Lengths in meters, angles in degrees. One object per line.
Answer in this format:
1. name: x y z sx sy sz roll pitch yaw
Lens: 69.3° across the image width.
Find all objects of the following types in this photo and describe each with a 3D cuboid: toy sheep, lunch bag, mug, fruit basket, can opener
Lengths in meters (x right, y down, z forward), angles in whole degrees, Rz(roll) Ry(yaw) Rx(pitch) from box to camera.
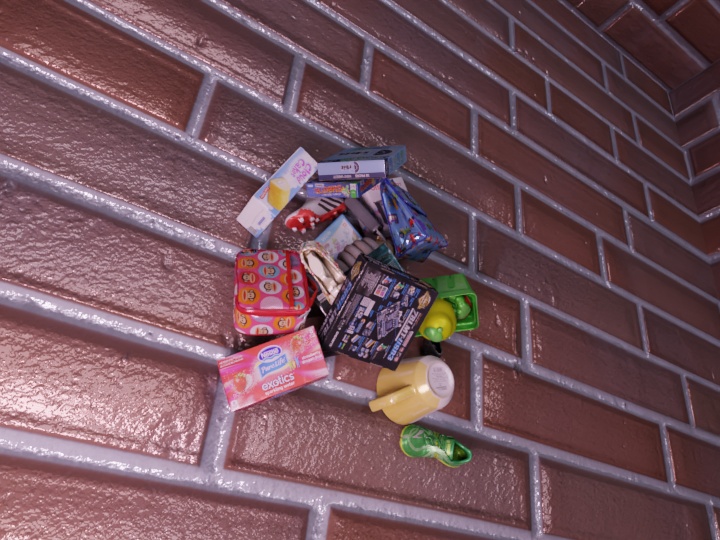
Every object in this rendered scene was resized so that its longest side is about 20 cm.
1. toy sheep: 0.000 0.000 1.204 0.198 0.138 0.139 -36 91 -18
2. lunch bag: 0.112 -0.133 1.278 0.150 0.093 0.203 9 52 -62
3. lunch bag: -0.173 0.042 1.074 0.171 0.083 0.202 3 39 -15
4. mug: 0.128 0.278 1.187 0.149 0.152 0.188 45 52 -10
5. fruit basket: 0.185 0.112 1.249 0.218 0.211 0.158 -62 149 -36
6. can opener: 0.026 -0.101 1.283 0.201 0.066 0.053 52 7 12

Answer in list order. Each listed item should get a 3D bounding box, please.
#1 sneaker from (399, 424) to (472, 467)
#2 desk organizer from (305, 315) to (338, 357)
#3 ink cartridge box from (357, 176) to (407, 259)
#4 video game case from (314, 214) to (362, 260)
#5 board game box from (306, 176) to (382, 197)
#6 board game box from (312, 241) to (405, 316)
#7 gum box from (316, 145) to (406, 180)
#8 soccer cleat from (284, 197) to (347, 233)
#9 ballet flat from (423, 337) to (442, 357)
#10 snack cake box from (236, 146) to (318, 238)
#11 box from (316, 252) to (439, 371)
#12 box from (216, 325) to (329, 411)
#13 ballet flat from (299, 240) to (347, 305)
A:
1. sneaker: 0.177 0.403 1.209 0.197 0.083 0.076 22 58 -24
2. desk organizer: -0.057 0.145 1.171 0.196 0.072 0.079 -5 69 -36
3. ink cartridge box: 0.077 -0.132 1.381 0.145 0.085 0.204 -15 80 -37
4. video game case: -0.028 -0.016 1.275 0.143 0.018 0.201 -44 97 -23
5. board game box: -0.031 -0.221 1.282 0.200 0.132 0.035 -46 135 -59
6. board game box: 0.011 0.054 1.127 0.198 0.028 0.137 -35 88 -3
7. gum box: 0.009 -0.263 1.263 0.200 0.166 0.046 -49 137 -60
8. soccer cleat: -0.116 -0.152 1.273 0.198 0.069 0.086 -23 74 -42
9. ballet flat: 0.192 0.137 1.357 0.065 0.057 0.205 15 62 -30
10. snack cake box: -0.188 -0.181 1.199 0.067 0.115 0.201 41 53 -10
11. box: 0.036 0.091 1.069 0.195 0.203 0.050 21 15 -31
12. box: -0.168 0.192 1.011 0.195 0.096 0.102 -18 78 -13
13. ballet flat: -0.062 0.024 1.080 0.201 0.076 0.064 48 12 2
